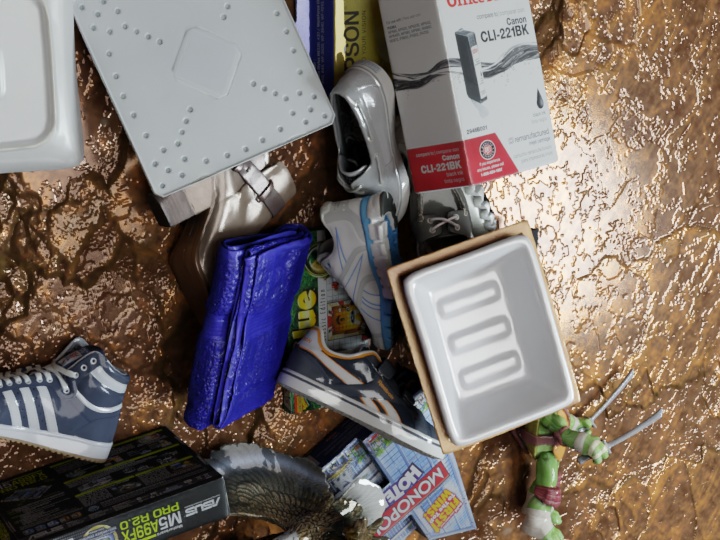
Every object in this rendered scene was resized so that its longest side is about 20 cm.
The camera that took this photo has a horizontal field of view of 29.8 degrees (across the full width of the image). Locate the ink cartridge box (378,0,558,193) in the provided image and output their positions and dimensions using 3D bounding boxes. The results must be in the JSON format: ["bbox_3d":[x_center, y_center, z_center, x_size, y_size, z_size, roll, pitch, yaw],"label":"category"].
[{"bbox_3d":[0.110,-0.192,1.367,0.144,0.083,0.201,-18,99,-42],"label":"ink cartridge box"}]

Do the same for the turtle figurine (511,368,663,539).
[{"bbox_3d":[0.263,0.220,1.612,0.199,0.144,0.195,6,104,-27],"label":"turtle figurine"}]

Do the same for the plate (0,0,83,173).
[{"bbox_3d":[-0.349,-0.179,1.206,0.198,0.032,0.201,-7,108,-21],"label":"plate"}]

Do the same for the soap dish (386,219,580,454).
[{"bbox_3d":[0.122,0.065,1.379,0.157,0.081,0.201,-19,100,-11],"label":"soap dish"}]

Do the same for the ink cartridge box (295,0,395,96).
[{"bbox_3d":[0.003,-0.280,1.388,0.199,0.047,0.199,-10,109,-30],"label":"ink cartridge box"}]

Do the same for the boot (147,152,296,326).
[{"bbox_3d":[-0.127,-0.047,1.365,0.146,0.070,0.201,-35,125,-27],"label":"boot"}]

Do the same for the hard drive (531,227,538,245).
[{"bbox_3d":[0.161,0.055,1.500,0.140,0.038,0.201,-18,113,-71],"label":"hard drive"}]

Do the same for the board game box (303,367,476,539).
[{"bbox_3d":[0.038,0.252,1.537,0.200,0.062,0.200,-41,118,-15],"label":"board game box"}]

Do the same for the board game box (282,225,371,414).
[{"bbox_3d":[-0.037,0.050,1.465,0.104,0.023,0.201,-9,107,-26],"label":"board game box"}]

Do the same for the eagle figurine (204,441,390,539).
[{"bbox_3d":[-0.079,0.272,1.428,0.151,0.199,0.153,51,51,-59],"label":"eagle figurine"}]

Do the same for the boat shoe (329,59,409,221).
[{"bbox_3d":[0.004,-0.115,1.385,0.068,0.072,0.201,-42,147,-33],"label":"boat shoe"}]

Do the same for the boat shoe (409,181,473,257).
[{"bbox_3d":[0.093,-0.011,1.427,0.066,0.057,0.201,-8,103,-8],"label":"boat shoe"}]

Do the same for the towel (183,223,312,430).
[{"bbox_3d":[-0.107,0.057,1.361,0.147,0.049,0.201,-19,127,-58],"label":"towel"}]

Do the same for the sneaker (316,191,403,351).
[{"bbox_3d":[0.000,0.000,1.428,0.075,0.086,0.201,-70,157,-50],"label":"sneaker"}]

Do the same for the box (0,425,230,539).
[{"bbox_3d":[-0.248,0.223,1.309,0.199,0.160,0.045,-17,109,-26],"label":"box"}]

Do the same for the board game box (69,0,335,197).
[{"bbox_3d":[-0.150,-0.196,1.295,0.199,0.026,0.201,-26,93,-22],"label":"board game box"}]

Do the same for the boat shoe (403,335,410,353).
[{"bbox_3d":[0.093,0.104,1.523,0.063,0.073,0.201,-31,117,-22],"label":"boat shoe"}]

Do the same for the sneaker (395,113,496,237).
[{"bbox_3d":[0.087,-0.097,1.476,0.081,0.075,0.201,-29,120,2],"label":"sneaker"}]

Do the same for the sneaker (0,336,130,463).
[{"bbox_3d":[-0.314,0.108,1.293,0.199,0.070,0.109,22,92,-34],"label":"sneaker"}]

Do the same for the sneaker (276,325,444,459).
[{"bbox_3d":[0.015,0.129,1.433,0.199,0.078,0.080,29,79,-13],"label":"sneaker"}]
